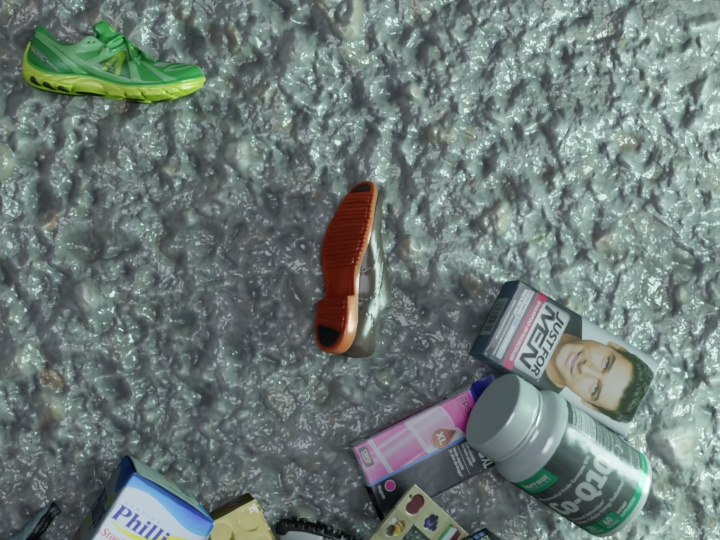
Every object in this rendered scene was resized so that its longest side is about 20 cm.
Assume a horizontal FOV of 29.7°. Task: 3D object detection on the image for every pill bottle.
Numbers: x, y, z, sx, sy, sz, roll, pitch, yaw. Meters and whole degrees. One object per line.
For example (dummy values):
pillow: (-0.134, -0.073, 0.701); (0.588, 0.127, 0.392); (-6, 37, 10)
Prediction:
pill bottle: (0.223, 0.208, 1.535); (0.199, 0.113, 0.114); (34, 81, -18)

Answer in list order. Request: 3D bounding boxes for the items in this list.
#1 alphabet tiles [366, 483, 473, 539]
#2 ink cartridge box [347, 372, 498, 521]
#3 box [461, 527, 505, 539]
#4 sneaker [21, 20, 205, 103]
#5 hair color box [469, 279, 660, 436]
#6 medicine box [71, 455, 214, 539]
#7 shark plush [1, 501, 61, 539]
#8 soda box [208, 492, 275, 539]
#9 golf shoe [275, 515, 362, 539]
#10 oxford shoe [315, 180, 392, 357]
alphabet tiles: (0.044, 0.357, 1.490); (0.200, 0.008, 0.167); (-49, 120, -8)
ink cartridge box: (0.093, 0.202, 1.562); (0.199, 0.037, 0.095); (-25, 93, -14)
box: (0.084, 0.399, 1.492); (0.199, 0.049, 0.161); (-22, 115, -22)
sneaker: (-0.266, -0.228, 1.479); (0.198, 0.074, 0.084); (6, 90, -12)
hair color box: (0.239, 0.103, 1.584); (0.199, 0.061, 0.100); (30, 82, -10)
medicine box: (-0.250, 0.308, 1.404); (0.103, 0.182, 0.201); (32, 81, -10)
shark plush: (-0.407, 0.311, 1.432); (0.200, 0.091, 0.083); (-43, 66, -6)
soda box: (-0.107, 0.351, 1.495); (0.067, 0.064, 0.201); (-26, 93, -12)
golf shoe: (-0.013, 0.342, 1.510); (0.199, 0.078, 0.095); (26, 83, -9)
oxford shoe: (0.000, 0.000, 1.543); (0.072, 0.071, 0.202); (18, 80, -40)
